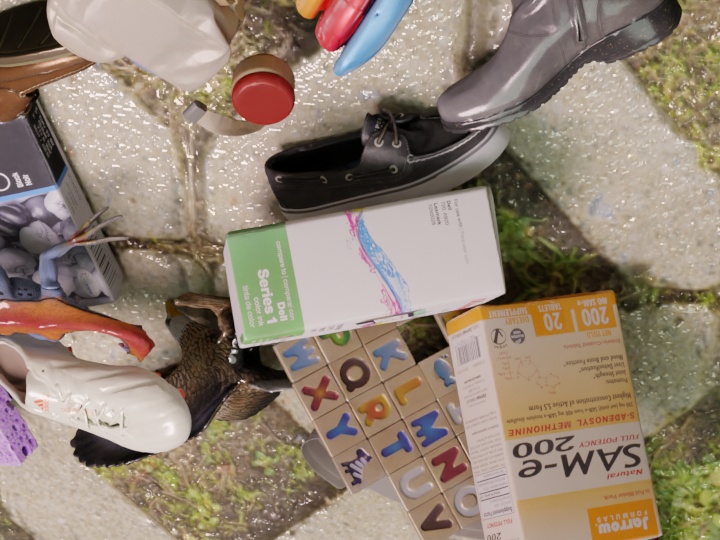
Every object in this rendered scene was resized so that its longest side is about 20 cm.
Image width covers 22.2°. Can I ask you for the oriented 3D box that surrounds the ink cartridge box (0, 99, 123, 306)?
[{"bbox_3d":[-0.324,-0.043,1.518,0.199,0.043,0.199,-9,128,17],"label":"ink cartridge box"}]

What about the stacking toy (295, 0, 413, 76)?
[{"bbox_3d":[-0.051,-0.238,1.289,0.200,0.110,0.116,33,112,-4],"label":"stacking toy"}]

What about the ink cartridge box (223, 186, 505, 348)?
[{"bbox_3d":[0.000,0.000,1.397,0.199,0.145,0.084,-10,86,-6],"label":"ink cartridge box"}]

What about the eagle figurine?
[{"bbox_3d":[-0.136,0.092,1.551,0.151,0.151,0.200,21,119,-22],"label":"eagle figurine"}]

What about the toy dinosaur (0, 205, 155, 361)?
[{"bbox_3d":[-0.261,0.041,1.456,0.181,0.200,0.105,29,148,32],"label":"toy dinosaur"}]

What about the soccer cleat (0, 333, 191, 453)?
[{"bbox_3d":[-0.223,0.099,1.459,0.199,0.077,0.070,21,110,31],"label":"soccer cleat"}]

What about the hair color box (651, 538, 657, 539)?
[{"bbox_3d":[0.213,0.242,1.657,0.101,0.061,0.200,-8,129,15],"label":"hair color box"}]

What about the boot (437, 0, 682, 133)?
[{"bbox_3d":[0.118,-0.193,1.319,0.200,0.070,0.132,-29,117,16],"label":"boot"}]

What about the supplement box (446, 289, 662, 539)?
[{"bbox_3d":[0.153,0.125,1.458,0.126,0.201,0.074,-7,169,-22],"label":"supplement box"}]

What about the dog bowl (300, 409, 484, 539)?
[{"bbox_3d":[0.051,0.164,1.569,0.199,0.059,0.200,20,160,8],"label":"dog bowl"}]

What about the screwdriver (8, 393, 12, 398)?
[{"bbox_3d":[-0.296,0.109,1.644,0.199,0.029,0.028,-1,129,15],"label":"screwdriver"}]

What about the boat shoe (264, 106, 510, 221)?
[{"bbox_3d":[0.015,-0.092,1.414,0.199,0.070,0.066,-14,127,28],"label":"boat shoe"}]

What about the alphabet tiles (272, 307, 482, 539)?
[{"bbox_3d":[0.047,0.112,1.476,0.201,0.167,0.008,62,162,4],"label":"alphabet tiles"}]

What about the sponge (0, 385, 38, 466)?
[{"bbox_3d":[-0.366,0.083,1.590,0.111,0.030,0.200,-4,121,41],"label":"sponge"}]

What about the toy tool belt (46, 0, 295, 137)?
[{"bbox_3d":[-0.127,-0.198,1.321,0.200,0.123,0.125,29,130,-26],"label":"toy tool belt"}]

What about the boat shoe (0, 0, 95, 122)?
[{"bbox_3d":[-0.271,-0.154,1.405,0.199,0.072,0.068,-5,129,27],"label":"boat shoe"}]
